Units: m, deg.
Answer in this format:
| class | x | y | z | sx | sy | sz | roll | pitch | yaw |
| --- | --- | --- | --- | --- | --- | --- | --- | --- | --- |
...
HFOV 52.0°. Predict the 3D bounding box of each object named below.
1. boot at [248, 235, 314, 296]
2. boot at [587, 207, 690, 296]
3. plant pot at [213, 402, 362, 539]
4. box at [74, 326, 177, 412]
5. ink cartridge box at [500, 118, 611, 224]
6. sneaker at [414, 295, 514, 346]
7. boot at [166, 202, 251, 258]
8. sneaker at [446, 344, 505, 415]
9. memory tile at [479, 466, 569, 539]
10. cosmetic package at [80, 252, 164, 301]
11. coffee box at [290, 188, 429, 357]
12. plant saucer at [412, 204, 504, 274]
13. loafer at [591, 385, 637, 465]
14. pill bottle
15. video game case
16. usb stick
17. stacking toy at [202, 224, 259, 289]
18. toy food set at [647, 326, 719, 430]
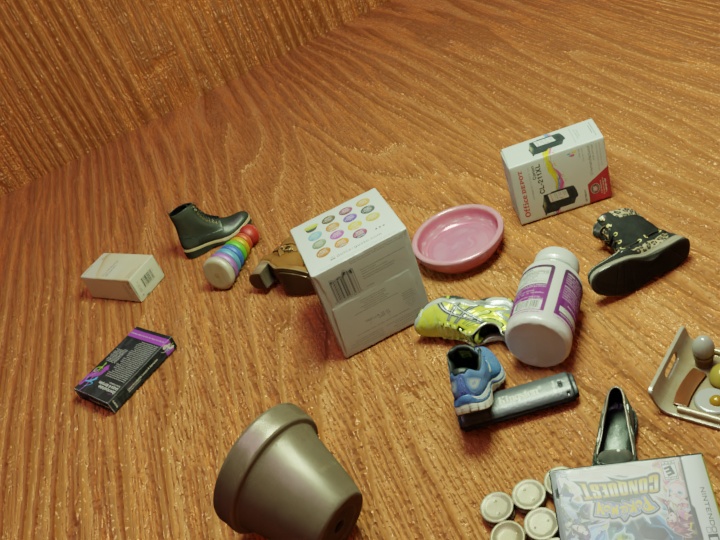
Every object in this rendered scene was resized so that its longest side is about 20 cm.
| class | x | y | z | sx | sy | sz | roll | pitch | yaw |
| --- | --- | --- | --- | --- | --- | --- | --- | --- | --- |
| boot | -0.145 | -0.017 | 1.685 | 0.196 | 0.078 | 0.156 | -4 | 34 | 38 |
| boot | 0.467 | -0.039 | 1.328 | 0.196 | 0.075 | 0.151 | -24 | 35 | -7 |
| plant pot | -0.091 | 0.329 | 1.096 | 0.172 | 0.203 | 0.200 | 27 | 56 | 28 |
| box | -0.515 | 0.213 | 1.621 | 0.140 | 0.037 | 0.201 | 8 | 44 | 39 |
| ink cartridge box | 0.402 | -0.200 | 1.520 | 0.195 | 0.148 | 0.084 | -18 | 36 | 9 |
| sneaker | 0.186 | 0.094 | 1.320 | 0.195 | 0.077 | 0.077 | -9 | 36 | 24 |
| boot | -0.393 | -0.136 | 1.922 | 0.197 | 0.141 | 0.077 | -32 | 35 | -13 |
| sneaker | 0.185 | 0.155 | 1.188 | 0.077 | 0.092 | 0.200 | -15 | 7 | 17 |
| memory tile | 0.251 | 0.359 | 0.976 | 0.150 | 0.017 | 0.202 | -23 | 35 | 2 |
| cosmetic package | -0.618 | 0.016 | 1.915 | 0.195 | 0.074 | 0.104 | 3 | 42 | 32 |
| coffee box | 0.000 | 0.000 | 1.445 | 0.196 | 0.203 | 0.199 | -25 | 33 | -4 |
| plant saucer | 0.206 | -0.060 | 1.536 | 0.195 | 0.052 | 0.203 | -16 | 34 | 11 |
| loafer | 0.350 | 0.251 | 1.019 | 0.070 | 0.064 | 0.202 | -6 | 38 | 24 |
| pill bottle | 0.319 | 0.055 | 1.258 | 0.109 | 0.114 | 0.202 | -1 | 40 | 29 |
| video game case | 0.344 | 0.326 | 0.907 | 0.194 | 0.026 | 0.184 | -10 | 51 | 13 |
| usb stick | 0.246 | 0.208 | 1.167 | 0.195 | 0.033 | 0.056 | -18 | 33 | 9 |
| stacking toy | -0.305 | -0.044 | 1.812 | 0.083 | 0.087 | 0.201 | -4 | 32 | 26 |
| toy food set | 0.530 | 0.153 | 1.044 | 0.197 | 0.061 | 0.144 | 12 | 47 | 42 |
